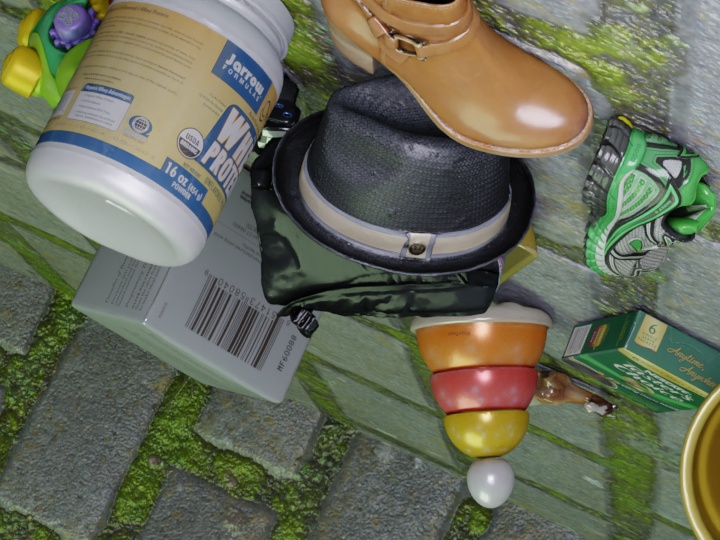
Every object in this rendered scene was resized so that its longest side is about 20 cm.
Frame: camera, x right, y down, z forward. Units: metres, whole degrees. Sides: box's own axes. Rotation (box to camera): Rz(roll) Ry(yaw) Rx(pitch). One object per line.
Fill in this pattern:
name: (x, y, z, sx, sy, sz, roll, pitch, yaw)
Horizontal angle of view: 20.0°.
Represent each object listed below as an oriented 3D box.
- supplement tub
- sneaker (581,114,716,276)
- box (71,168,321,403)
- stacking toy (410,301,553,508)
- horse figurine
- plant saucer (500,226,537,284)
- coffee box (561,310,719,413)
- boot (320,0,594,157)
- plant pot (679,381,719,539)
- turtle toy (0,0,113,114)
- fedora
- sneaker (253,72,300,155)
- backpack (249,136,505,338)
supplement tub: (-0.144, -0.121, 1.516, 0.143, 0.201, 0.145, 23, 162, 8)
sneaker: (0.206, -0.037, 1.450, 0.085, 0.079, 0.200, 23, 168, 14)
box: (-0.156, 0.004, 2.165, 0.198, 0.202, 0.171, 32, 166, -33)
stacking toy: (0.123, 0.137, 2.059, 0.144, 0.202, 0.146, -1, 172, 0)
horse figurine: (0.183, 0.133, 2.336, 0.132, 0.051, 0.199, 13, 171, -37)
plant saucer: (0.055, -0.062, 1.766, 0.198, 0.049, 0.200, 26, 169, -3)
coffee box: (0.277, 0.090, 1.959, 0.122, 0.044, 0.200, 28, 169, -9)
boot: (0.064, -0.152, 1.302, 0.199, 0.077, 0.155, 33, 166, 7)
plant pot: (0.375, 0.166, 1.747, 0.199, 0.202, 0.189, 24, -175, 10)
turtle toy: (-0.210, -0.167, 1.665, 0.145, 0.101, 0.201, 28, -153, -13)
fedora: (0.037, -0.088, 1.496, 0.199, 0.201, 0.092, 24, 136, 11)
sneaker: (-0.110, -0.109, 1.641, 0.111, 0.201, 0.074, 17, 132, 14)
backpack: (0.022, -0.038, 1.609, 0.198, 0.127, 0.168, 4, 135, 13)
